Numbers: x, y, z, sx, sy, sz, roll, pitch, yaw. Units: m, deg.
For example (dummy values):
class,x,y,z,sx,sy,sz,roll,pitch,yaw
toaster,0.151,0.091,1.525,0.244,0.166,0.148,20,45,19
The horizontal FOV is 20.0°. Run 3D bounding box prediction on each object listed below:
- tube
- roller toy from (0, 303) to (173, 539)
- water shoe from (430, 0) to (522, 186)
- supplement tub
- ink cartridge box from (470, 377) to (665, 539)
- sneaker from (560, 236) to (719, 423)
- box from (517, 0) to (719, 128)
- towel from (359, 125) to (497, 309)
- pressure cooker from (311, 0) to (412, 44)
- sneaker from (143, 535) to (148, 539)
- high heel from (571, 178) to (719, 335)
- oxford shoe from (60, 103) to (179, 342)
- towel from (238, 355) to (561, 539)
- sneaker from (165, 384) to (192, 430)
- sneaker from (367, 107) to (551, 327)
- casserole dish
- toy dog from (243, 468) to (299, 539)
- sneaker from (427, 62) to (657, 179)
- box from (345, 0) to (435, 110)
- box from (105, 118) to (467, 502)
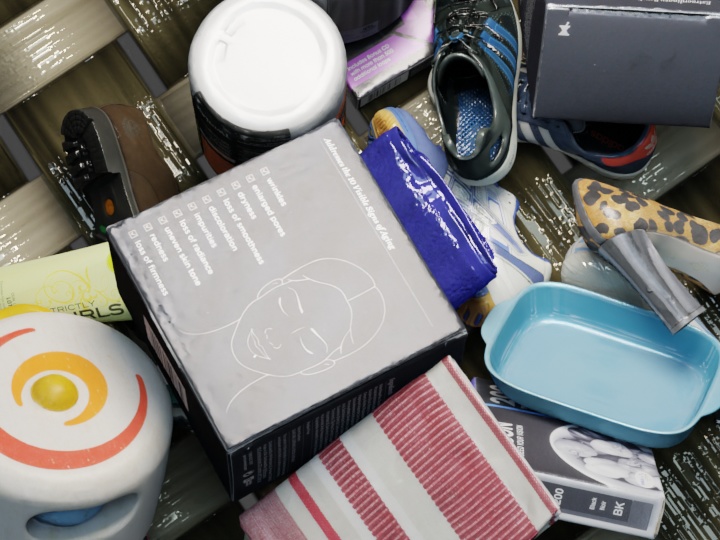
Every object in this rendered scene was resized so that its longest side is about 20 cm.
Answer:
class,x,y,z,sx,sy,sz,roll,pitch,yaw
tube,-0.233,0.014,1.621,0.199,0.058,0.052,-9,58,16
roller toy,-0.234,0.128,1.542,0.182,0.140,0.200,23,45,7
water shoe,0.092,-0.170,1.646,0.071,0.079,0.201,-12,67,13
supplement tub,-0.071,-0.132,1.617,0.122,0.200,0.123,0,75,-1
ink cartridge box,0.127,0.137,1.574,0.199,0.198,0.044,11,104,0
sneaker,0.250,0.043,1.667,0.200,0.072,0.073,44,46,-1
box,0.207,-0.212,1.647,0.147,0.105,0.201,4,36,-1
towel,0.000,0.000,1.639,0.200,0.049,0.148,-37,76,18
pressure cooker,-0.023,-0.284,1.620,0.178,0.200,0.176,35,81,6
sneaker,-0.203,0.209,1.610,0.199,0.079,0.096,20,66,0
high heel,0.256,-0.044,1.647,0.143,0.071,0.200,51,41,7
oxford shoe,-0.173,-0.040,1.660,0.084,0.072,0.201,-17,96,-42
towel,0.028,0.177,1.470,0.200,0.023,0.144,-38,78,9
sneaker,-0.081,0.084,1.615,0.199,0.077,0.080,-12,76,13
sneaker,0.081,-0.052,1.685,0.088,0.075,0.201,-27,82,-25
casserole dish,0.190,0.078,1.602,0.199,0.039,0.121,19,49,18
toy dog,0.010,0.216,1.558,0.199,0.194,0.141,3,90,-8
sneaker,0.153,-0.139,1.690,0.199,0.085,0.075,17,78,1
box,0.005,-0.257,1.734,0.142,0.036,0.201,-31,80,-9
box,-0.056,0.029,1.515,0.196,0.124,0.201,-26,70,-12
